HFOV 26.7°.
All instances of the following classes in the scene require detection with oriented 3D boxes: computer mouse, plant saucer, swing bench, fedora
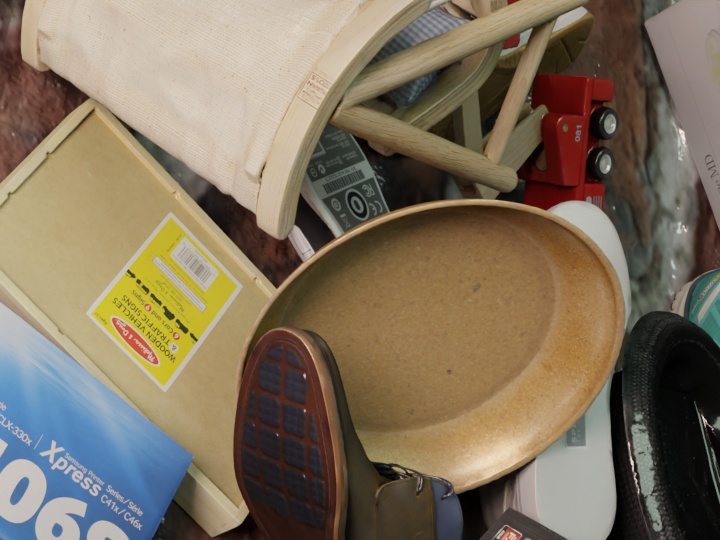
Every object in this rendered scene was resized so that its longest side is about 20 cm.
[{"bbox_3d":[0.000,0.000,0.870,0.110,0.044,0.200,-25,88,-55],"label":"computer mouse"},{"bbox_3d":[0.033,0.036,0.762,0.200,0.200,0.035,24,28,-32],"label":"plant saucer"},{"bbox_3d":[-0.030,-0.126,0.770,0.199,0.130,0.200,35,29,31],"label":"swing bench"},{"bbox_3d":[0.177,0.130,0.920,0.200,0.091,0.201,29,51,-44],"label":"fedora"}]

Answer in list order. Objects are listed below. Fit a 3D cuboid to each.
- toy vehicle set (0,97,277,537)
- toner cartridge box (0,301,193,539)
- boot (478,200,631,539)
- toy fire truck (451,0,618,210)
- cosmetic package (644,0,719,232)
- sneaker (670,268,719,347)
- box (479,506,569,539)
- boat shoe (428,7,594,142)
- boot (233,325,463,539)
[{"bbox_3d":[-0.106,0.022,0.775,0.200,0.026,0.124,48,46,-13],"label":"toy vehicle set"},{"bbox_3d":[-0.177,0.066,0.679,0.200,0.043,0.095,41,47,-19],"label":"toner cartridge box"},{"bbox_3d":[0.100,0.064,0.872,0.073,0.096,0.201,8,81,-22],"label":"boot"},{"bbox_3d":[0.097,-0.075,0.932,0.141,0.049,0.201,-3,100,-45],"label":"toy fire truck"},{"bbox_3d":[0.351,-0.142,1.144,0.123,0.200,0.200,-7,75,-41],"label":"cosmetic package"},{"bbox_3d":[0.248,0.077,1.030,0.077,0.080,0.200,31,52,-27],"label":"sneaker"},{"bbox_3d":[0.076,0.227,0.722,0.200,0.158,0.048,-42,142,-28],"label":"box"},{"bbox_3d":[0.066,-0.138,0.989,0.200,0.071,0.069,-29,64,-38],"label":"boat shoe"},{"bbox_3d":[-0.003,0.105,0.754,0.097,0.075,0.200,-28,123,-41],"label":"boot"}]
